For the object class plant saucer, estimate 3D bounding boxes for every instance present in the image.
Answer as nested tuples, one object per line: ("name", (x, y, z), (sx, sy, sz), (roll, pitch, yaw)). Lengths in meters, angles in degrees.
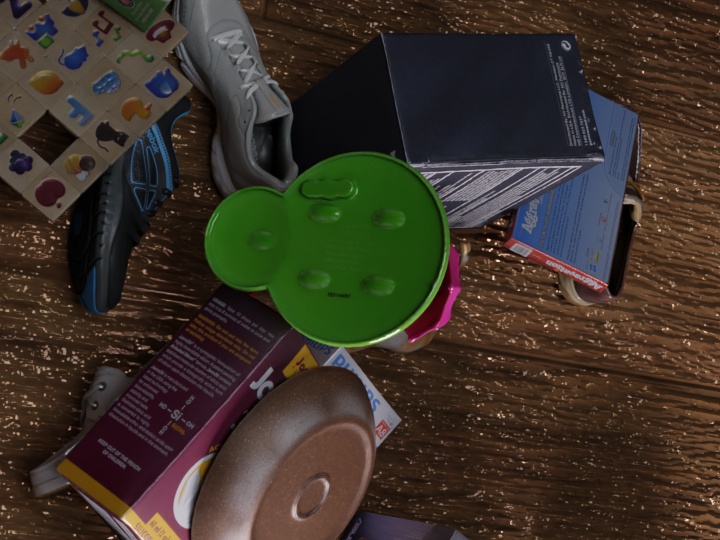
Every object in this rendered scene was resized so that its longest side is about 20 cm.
("plant saucer", (-0.049, 0.172, 1.445), (0.200, 0.037, 0.201), (-33, 140, -34))

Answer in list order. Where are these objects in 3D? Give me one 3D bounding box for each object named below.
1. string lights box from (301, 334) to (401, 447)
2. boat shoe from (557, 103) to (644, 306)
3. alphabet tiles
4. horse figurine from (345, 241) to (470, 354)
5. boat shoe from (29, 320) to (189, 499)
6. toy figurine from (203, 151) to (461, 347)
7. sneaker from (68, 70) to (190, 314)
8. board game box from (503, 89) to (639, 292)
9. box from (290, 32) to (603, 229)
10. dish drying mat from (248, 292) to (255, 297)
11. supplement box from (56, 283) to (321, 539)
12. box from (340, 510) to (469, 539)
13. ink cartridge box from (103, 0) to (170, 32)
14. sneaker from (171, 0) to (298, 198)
("string lights box", (-0.071, 0.158, 1.525), (0.200, 0.059, 0.103), (-47, 123, -14))
("boat shoe", (0.244, -0.064, 1.742), (0.072, 0.072, 0.201), (22, 77, -30))
("alphabet tiles", (-0.238, -0.158, 1.446), (0.167, 0.008, 0.200), (41, 66, 5))
("horse figurine", (0.026, 0.028, 1.606), (0.200, 0.050, 0.133), (0, 115, -48))
("boat shoe", (-0.196, 0.109, 1.479), (0.200, 0.071, 0.069), (-37, 99, -28))
("toy figurine", (0.000, 0.000, 1.457), (0.184, 0.199, 0.151), (33, 63, -67))
("sneaker", (-0.184, -0.061, 1.480), (0.082, 0.073, 0.201), (12, 83, -29))
("board game box", (0.195, -0.084, 1.673), (0.103, 0.019, 0.201), (26, 55, -15))
("box", (0.062, -0.114, 1.547), (0.198, 0.200, 0.124), (-5, 77, -32))
("dish drying mat", (-0.078, 0.124, 1.576), (0.077, 0.018, 0.201), (-34, 106, -26))
("supplement box", (-0.124, 0.125, 1.425), (0.200, 0.086, 0.110), (-49, 142, -16))
("box", (0.095, 0.289, 1.597), (0.200, 0.158, 0.048), (40, 70, -25))
("ink cartridge box", (-0.207, -0.293, 1.402), (0.200, 0.145, 0.088), (37, 67, -11))
("sneaker", (-0.094, -0.155, 1.526), (0.076, 0.092, 0.201), (-22, 101, -30))
